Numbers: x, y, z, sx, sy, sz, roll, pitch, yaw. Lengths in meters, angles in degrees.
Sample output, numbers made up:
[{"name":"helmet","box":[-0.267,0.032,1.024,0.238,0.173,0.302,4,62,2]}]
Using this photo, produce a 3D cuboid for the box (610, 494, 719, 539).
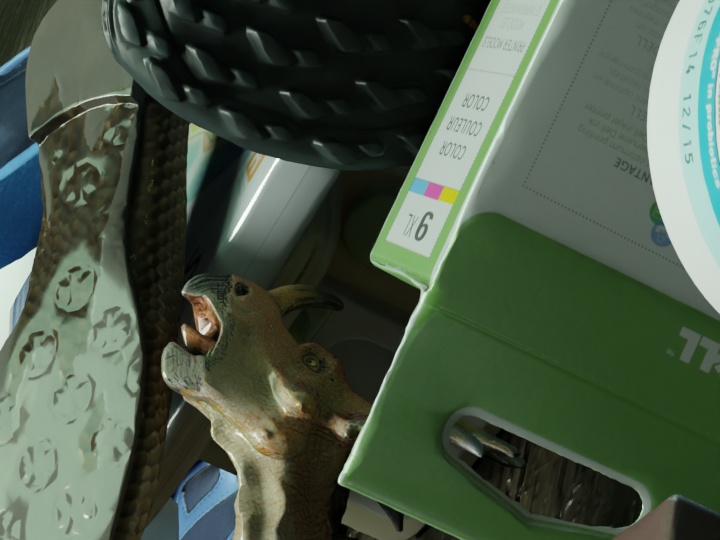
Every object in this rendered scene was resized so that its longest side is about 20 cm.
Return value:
[{"name":"box","box":[0.056,0.160,0.576,0.100,0.075,0.201,-45,24,48]}]

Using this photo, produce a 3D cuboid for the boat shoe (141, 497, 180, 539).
[{"name":"boat shoe","box":[-0.091,0.142,1.032,0.063,0.072,0.201,-37,36,50]}]

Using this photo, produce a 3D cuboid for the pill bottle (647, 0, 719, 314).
[{"name":"pill bottle","box":[0.143,-0.034,0.526,0.111,0.110,0.200,-67,17,-11]}]

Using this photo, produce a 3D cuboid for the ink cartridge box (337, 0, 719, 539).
[{"name":"ink cartridge box","box":[0.073,-0.020,0.725,0.201,0.103,0.059,-65,17,-2]}]

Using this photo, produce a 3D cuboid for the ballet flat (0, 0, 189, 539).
[{"name":"ballet flat","box":[-0.071,0.012,0.772,0.067,0.046,0.201,-15,59,30]}]

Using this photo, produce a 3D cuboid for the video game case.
[{"name":"video game case","box":[-0.065,-0.007,0.872,0.183,0.022,0.200,-57,18,21]}]

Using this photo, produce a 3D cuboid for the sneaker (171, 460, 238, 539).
[{"name":"sneaker","box":[-0.048,0.049,1.022,0.074,0.082,0.201,-44,27,44]}]

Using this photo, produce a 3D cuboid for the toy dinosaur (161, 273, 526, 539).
[{"name":"toy dinosaur","box":[0.003,0.105,0.754,0.201,0.085,0.136,71,-147,-44]}]

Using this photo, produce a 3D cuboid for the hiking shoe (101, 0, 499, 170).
[{"name":"hiking shoe","box":[0.015,-0.071,0.778,0.087,0.199,0.075,23,113,62]}]

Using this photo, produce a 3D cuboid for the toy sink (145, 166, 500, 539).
[{"name":"toy sink","box":[0.000,0.000,0.898,0.131,0.112,0.200,-55,19,30]}]

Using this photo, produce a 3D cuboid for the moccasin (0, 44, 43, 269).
[{"name":"moccasin","box":[-0.089,-0.080,0.989,0.199,0.068,0.081,-32,-30,-15]}]

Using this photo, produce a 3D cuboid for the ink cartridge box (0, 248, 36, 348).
[{"name":"ink cartridge box","box":[-0.119,0.056,1.098,0.201,0.082,0.147,-69,-24,-18]}]
